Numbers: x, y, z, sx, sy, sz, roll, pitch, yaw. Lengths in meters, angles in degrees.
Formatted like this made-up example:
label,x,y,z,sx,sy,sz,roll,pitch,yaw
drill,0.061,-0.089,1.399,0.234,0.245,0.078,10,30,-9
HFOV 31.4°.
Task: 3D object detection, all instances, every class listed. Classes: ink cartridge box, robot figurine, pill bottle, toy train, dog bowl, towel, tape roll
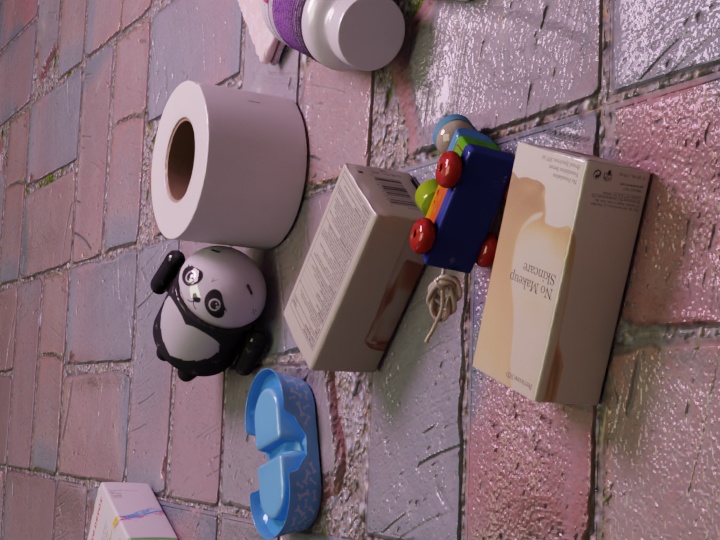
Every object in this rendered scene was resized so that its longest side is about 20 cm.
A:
label,x,y,z,sx,sy,sz,roll,pitch,yaw
ink cartridge box,-0.339,0.429,1.907,0.200,0.083,0.146,43,122,55
robot figurine,-0.201,0.059,1.680,0.126,0.149,0.201,-93,27,-42
pill bottle,-0.029,-0.288,1.445,0.200,0.110,0.113,40,120,57
toy train,0.079,-0.044,1.241,0.116,0.084,0.202,-112,38,-57
dog bowl,-0.091,0.218,1.529,0.111,0.049,0.202,-36,54,54
towel,-0.109,-0.404,1.692,0.192,0.032,0.201,-57,41,39
tape roll,-0.172,-0.133,1.649,0.202,0.138,0.205,-20,67,58

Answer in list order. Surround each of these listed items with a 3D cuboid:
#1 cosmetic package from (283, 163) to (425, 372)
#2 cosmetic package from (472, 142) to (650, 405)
label,x,y,z,sx,sy,sz,roll,pitch,yaw
cosmetic package,0.000,0.000,1.363,0.201,0.086,0.104,-65,35,29
cosmetic package,0.166,0.002,1.075,0.105,0.070,0.203,24,106,60
